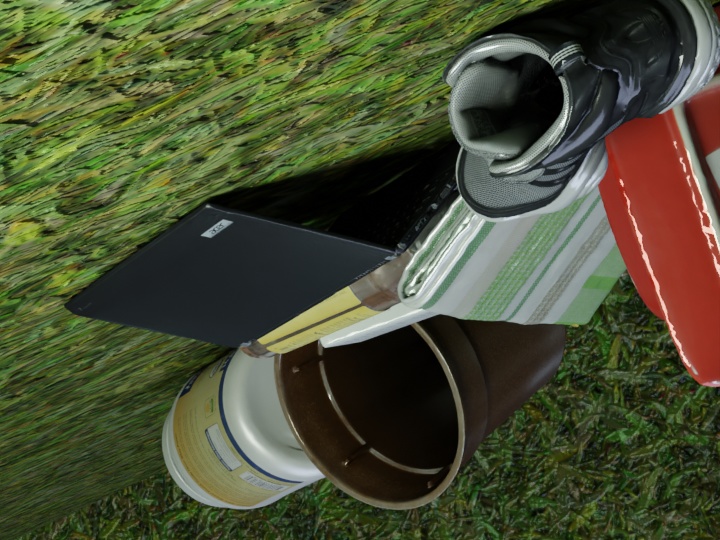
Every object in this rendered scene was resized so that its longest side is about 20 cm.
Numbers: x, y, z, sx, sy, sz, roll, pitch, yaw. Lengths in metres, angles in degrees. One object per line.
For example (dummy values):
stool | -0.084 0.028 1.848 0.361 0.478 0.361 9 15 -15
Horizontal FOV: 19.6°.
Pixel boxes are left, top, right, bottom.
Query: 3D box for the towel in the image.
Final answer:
towel | 0.119 -0.030 1.294 0.200 0.031 0.149 7 125 -53

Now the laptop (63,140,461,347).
laptop | -0.043 -0.032 1.199 0.177 0.103 0.200 -30 -162 51

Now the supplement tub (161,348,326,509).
supplement tub | -0.093 0.142 1.936 0.144 0.145 0.200 -20 174 -32

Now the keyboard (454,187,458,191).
keyboard | 0.083 -0.069 1.397 0.056 0.011 0.200 -32 171 28

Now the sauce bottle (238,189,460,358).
sauce bottle | 0.000 0.000 1.348 0.200 0.065 0.065 -22 176 34

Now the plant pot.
plant pot | 0.064 0.075 1.797 0.200 0.200 0.198 -29 179 44

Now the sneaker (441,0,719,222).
sneaker | 0.077 -0.073 1.003 0.114 0.076 0.200 -19 167 -36

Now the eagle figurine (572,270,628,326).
eagle figurine | 0.153 -0.032 1.591 0.200 0.151 0.152 14 161 48

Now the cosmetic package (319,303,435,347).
cosmetic package | 0.065 -0.012 1.440 0.200 0.071 0.101 -19 176 12

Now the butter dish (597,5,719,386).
butter dish | 0.214 -0.051 1.222 0.199 0.200 0.148 -21 -175 -24
